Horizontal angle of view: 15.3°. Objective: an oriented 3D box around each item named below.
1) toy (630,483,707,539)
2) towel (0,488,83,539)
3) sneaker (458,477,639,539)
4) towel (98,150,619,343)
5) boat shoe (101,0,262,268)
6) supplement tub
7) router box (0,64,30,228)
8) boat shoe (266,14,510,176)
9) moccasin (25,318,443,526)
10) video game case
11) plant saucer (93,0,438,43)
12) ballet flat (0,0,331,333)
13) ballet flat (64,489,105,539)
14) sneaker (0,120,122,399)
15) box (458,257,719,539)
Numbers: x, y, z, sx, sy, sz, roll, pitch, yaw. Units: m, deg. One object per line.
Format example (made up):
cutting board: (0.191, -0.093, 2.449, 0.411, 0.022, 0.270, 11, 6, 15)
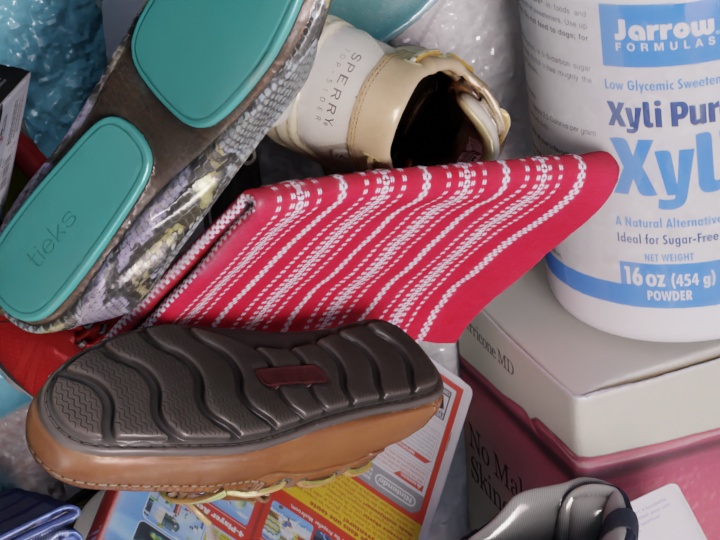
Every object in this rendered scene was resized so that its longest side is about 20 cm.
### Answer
toy: (0.127, 0.186, 1.191, 0.115, 0.047, 0.200, -27, 112, 8)
towel: (-0.213, 0.142, 1.094, 0.199, 0.147, 0.024, -25, 97, -17)
sneaker: (0.116, 0.171, 1.116, 0.201, 0.077, 0.147, 18, 115, -8)
towel: (0.000, 0.000, 1.094, 0.199, 0.023, 0.145, -7, 154, -41)
boat shoe: (-0.064, -0.072, 1.069, 0.056, 0.069, 0.201, -17, 129, -22)
supplement tub: (0.137, -0.083, 1.164, 0.131, 0.132, 0.201, -19, 119, -19)
router box: (-0.223, 0.002, 1.023, 0.156, 0.052, 0.201, 14, 110, 2)
boat shoe: (0.025, -0.056, 1.113, 0.200, 0.069, 0.074, 10, 103, -67)
moccasin: (-0.054, 0.061, 1.059, 0.201, 0.074, 0.078, -10, 143, -53)
video game case: (-0.033, 0.090, 1.132, 0.143, 0.201, 0.017, 36, 138, -19)
plant saucer: (-0.034, -0.175, 1.088, 0.199, 0.036, 0.201, -12, 121, -21)
ballet flat: (-0.064, -0.058, 0.999, 0.072, 0.072, 0.200, 24, 116, -35)
ballet flat: (-0.062, 0.092, 1.183, 0.200, 0.068, 0.068, -35, 166, -9)
sneaker: (-0.133, 0.005, 1.098, 0.077, 0.085, 0.200, -38, 126, -4)
box: (0.121, 0.101, 1.257, 0.108, 0.128, 0.201, -16, 120, -19)
